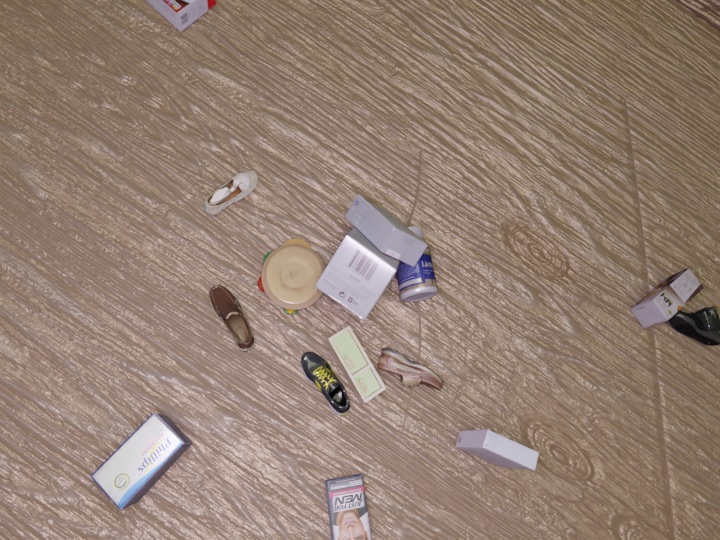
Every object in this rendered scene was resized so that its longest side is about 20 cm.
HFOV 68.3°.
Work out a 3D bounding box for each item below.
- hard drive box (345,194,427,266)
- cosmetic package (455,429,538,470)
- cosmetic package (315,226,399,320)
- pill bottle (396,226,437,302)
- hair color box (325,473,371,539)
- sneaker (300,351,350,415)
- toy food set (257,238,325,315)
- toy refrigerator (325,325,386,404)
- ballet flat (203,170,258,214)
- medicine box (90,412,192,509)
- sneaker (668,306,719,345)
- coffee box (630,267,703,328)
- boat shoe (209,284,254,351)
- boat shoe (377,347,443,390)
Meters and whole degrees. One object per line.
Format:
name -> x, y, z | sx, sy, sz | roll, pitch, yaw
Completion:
hard drive box -> 0.071, -0.114, 1.500 | 0.078, 0.154, 0.200 | -56, 45, 12
cosmetic package -> 0.359, 0.479, 1.419 | 0.148, 0.200, 0.053 | 26, 70, -3
cosmetic package -> 0.000, 0.000, 1.468 | 0.165, 0.200, 0.168 | 33, 104, 1
pill bottle -> 0.157, -0.019, 1.581 | 0.113, 0.116, 0.205 | -6, 74, -13
hair color box -> -0.030, 0.639, 1.361 | 0.096, 0.061, 0.205 | -5, 74, -13
sneaker -> -0.087, 0.300, 1.444 | 0.074, 0.085, 0.201 | -37, 83, -21
toy food set -> -0.195, 0.018, 1.532 | 0.196, 0.049, 0.201 | -36, 83, -19
toy refrigerator -> -0.014, 0.263, 1.480 | 0.075, 0.070, 0.203 | -28, 80, -19
ballet flat -> -0.377, -0.236, 1.567 | 0.067, 0.062, 0.200 | 44, 69, 4
medicine box -> -0.505, 0.443, 1.250 | 0.103, 0.200, 0.182 | 42, 69, 4
sneaker -> 1.101, 0.157, 1.745 | 0.196, 0.076, 0.116 | 24, 67, -7
coffee box -> 0.994, 0.090, 1.721 | 0.198, 0.115, 0.081 | -33, 80, -19
boat shoe -> -0.348, 0.121, 1.452 | 0.074, 0.075, 0.204 | -33, 82, -19
boat shoe -> 0.137, 0.294, 1.505 | 0.197, 0.076, 0.075 | 27, 74, 7
